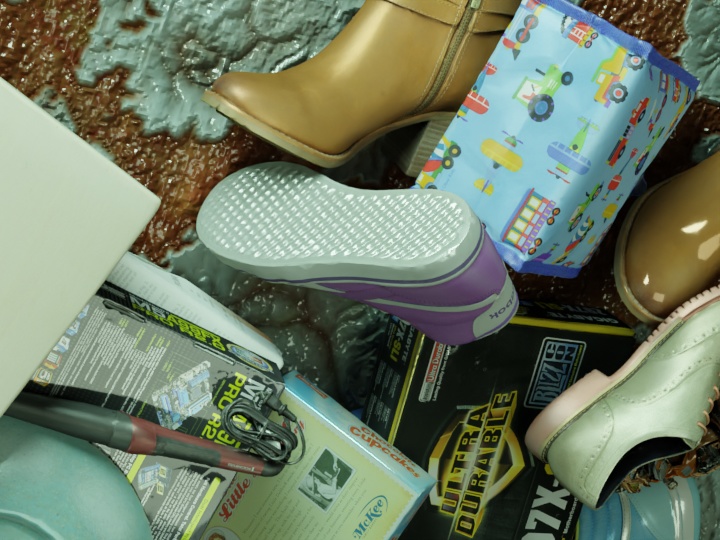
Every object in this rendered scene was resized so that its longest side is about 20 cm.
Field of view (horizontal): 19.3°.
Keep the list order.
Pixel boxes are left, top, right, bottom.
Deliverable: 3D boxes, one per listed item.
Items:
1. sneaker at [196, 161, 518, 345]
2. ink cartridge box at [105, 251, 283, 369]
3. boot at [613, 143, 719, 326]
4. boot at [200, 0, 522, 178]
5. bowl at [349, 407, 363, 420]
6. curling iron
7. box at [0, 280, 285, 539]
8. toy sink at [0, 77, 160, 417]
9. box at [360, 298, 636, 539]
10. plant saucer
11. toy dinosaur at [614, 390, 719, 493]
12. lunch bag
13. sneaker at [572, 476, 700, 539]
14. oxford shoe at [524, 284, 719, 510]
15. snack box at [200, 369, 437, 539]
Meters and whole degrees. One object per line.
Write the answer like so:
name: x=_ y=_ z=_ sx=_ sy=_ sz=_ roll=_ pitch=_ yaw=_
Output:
sneaker: x=0.000 y=0.001 z=1.252 sx=0.073 sy=0.200 sz=0.114 roll=-63 pitch=142 yaw=-19
ink cartridge box: x=-0.172 y=0.060 z=1.283 sx=0.200 sy=0.050 sz=0.162 roll=36 pitch=95 yaw=-15
boot: x=0.252 y=-0.055 z=1.326 sx=0.074 sy=0.155 sz=0.200 roll=46 pitch=59 yaw=-9
boot: x=0.011 y=-0.138 z=1.247 sx=0.200 sy=0.077 sz=0.155 roll=10 pitch=110 yaw=-32
bowl: x=0.011 y=0.180 z=1.415 sx=0.200 sy=0.039 sz=0.201 roll=-10 pitch=117 yaw=-21
curling iron: x=-0.129 y=0.084 z=1.215 sx=0.200 sy=0.026 sz=0.050 roll=8 pitch=83 yaw=-9
box: x=-0.161 y=0.113 z=1.252 sx=0.160 sy=0.044 sz=0.200 roll=26 pitch=99 yaw=-18
toy sink: x=-0.231 y=-0.008 z=1.150 sx=0.130 sy=0.112 sz=0.200 roll=37 pitch=88 yaw=-34
box: x=0.076 y=0.115 z=1.365 sx=0.159 sy=0.049 sz=0.200 roll=7 pitch=108 yaw=-30
plant saucer: x=-0.216 y=0.181 z=1.216 sx=0.201 sy=0.039 sz=0.201 roll=-3 pitch=105 yaw=-10
toy dinosaur: x=0.228 y=0.094 z=1.434 sx=0.102 sy=0.200 sz=0.136 roll=40 pitch=116 yaw=-1
lunch bag: x=0.141 y=-0.072 z=1.313 sx=0.151 sy=0.094 sz=0.200 roll=-59 pitch=152 yaw=7
sneaker: x=0.166 y=0.232 z=1.492 sx=0.130 sy=0.080 sz=0.200 roll=-8 pitch=106 yaw=-25
oxford shoe: x=0.202 y=0.075 z=1.325 sx=0.200 sy=0.074 sz=0.071 roll=-37 pitch=151 yaw=0
snack box: x=-0.054 y=0.176 z=1.325 sx=0.200 sy=0.116 sz=0.037 roll=-56 pitch=168 yaw=18
